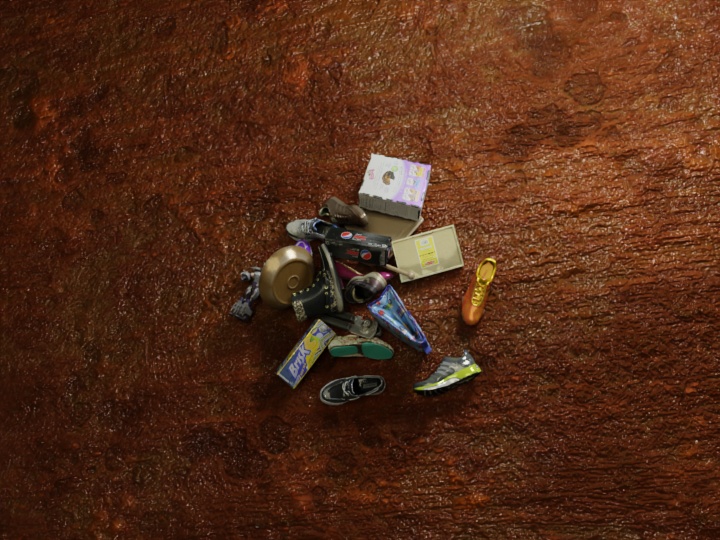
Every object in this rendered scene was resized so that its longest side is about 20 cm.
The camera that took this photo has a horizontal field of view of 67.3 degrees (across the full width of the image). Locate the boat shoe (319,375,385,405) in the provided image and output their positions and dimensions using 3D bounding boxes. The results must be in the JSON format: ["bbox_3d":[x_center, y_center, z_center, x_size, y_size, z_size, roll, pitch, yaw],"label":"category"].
[{"bbox_3d":[-0.026,0.337,1.538,0.194,0.068,0.074,-9,70,8],"label":"boat shoe"}]

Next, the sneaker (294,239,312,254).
[{"bbox_3d":[-0.210,-0.008,1.662,0.068,0.100,0.205,16,78,19],"label":"sneaker"}]

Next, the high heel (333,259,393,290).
[{"bbox_3d":[0.000,0.000,1.637,0.194,0.067,0.099,-9,81,11],"label":"high heel"}]

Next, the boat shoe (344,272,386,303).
[{"bbox_3d":[0.000,0.059,1.540,0.065,0.199,0.073,-43,101,-32],"label":"boat shoe"}]

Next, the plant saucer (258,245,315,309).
[{"bbox_3d":[-0.207,0.029,1.602,0.201,0.201,0.035,-51,45,-9],"label":"plant saucer"}]

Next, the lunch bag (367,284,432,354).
[{"bbox_3d":[0.123,0.160,1.522,0.094,0.151,0.200,-42,70,-5],"label":"lunch bag"}]

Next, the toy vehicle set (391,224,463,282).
[{"bbox_3d":[0.199,-0.050,1.616,0.194,0.027,0.128,-14,89,2],"label":"toy vehicle set"}]

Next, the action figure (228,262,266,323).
[{"bbox_3d":[-0.331,0.060,1.677,0.128,0.069,0.204,14,71,39],"label":"action figure"}]

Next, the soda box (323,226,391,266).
[{"bbox_3d":[-0.008,-0.072,1.610,0.194,0.065,0.071,11,39,12],"label":"soda box"}]

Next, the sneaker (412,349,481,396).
[{"bbox_3d":[0.235,0.290,1.511,0.195,0.074,0.082,-20,60,-3],"label":"sneaker"}]

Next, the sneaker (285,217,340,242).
[{"bbox_3d":[-0.147,-0.134,1.701,0.194,0.085,0.079,6,73,13],"label":"sneaker"}]

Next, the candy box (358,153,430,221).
[{"bbox_3d":[0.106,-0.259,1.671,0.194,0.072,0.171,14,60,8],"label":"candy box"}]

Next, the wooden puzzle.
[{"bbox_3d":[0.073,-0.147,1.694,0.199,0.037,0.185,41,84,24],"label":"wooden puzzle"}]

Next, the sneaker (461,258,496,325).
[{"bbox_3d":[0.337,0.057,1.556,0.071,0.077,0.205,16,78,13],"label":"sneaker"}]

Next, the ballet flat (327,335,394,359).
[{"bbox_3d":[0.002,0.215,1.575,0.194,0.077,0.065,3,39,6],"label":"ballet flat"}]

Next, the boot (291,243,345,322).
[{"bbox_3d":[-0.137,0.040,1.579,0.150,0.073,0.209,-16,91,2],"label":"boot"}]

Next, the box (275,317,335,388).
[{"bbox_3d":[-0.161,0.240,1.584,0.070,0.064,0.201,39,83,-9],"label":"box"}]

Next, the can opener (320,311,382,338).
[{"bbox_3d":[-0.027,0.160,1.597,0.196,0.067,0.054,14,69,36],"label":"can opener"}]

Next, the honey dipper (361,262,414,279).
[{"bbox_3d":[0.081,-0.014,1.612,0.197,0.038,0.039,21,76,36],"label":"honey dipper"}]

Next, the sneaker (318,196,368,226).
[{"bbox_3d":[-0.054,-0.165,1.675,0.075,0.071,0.198,-40,39,-18],"label":"sneaker"}]
